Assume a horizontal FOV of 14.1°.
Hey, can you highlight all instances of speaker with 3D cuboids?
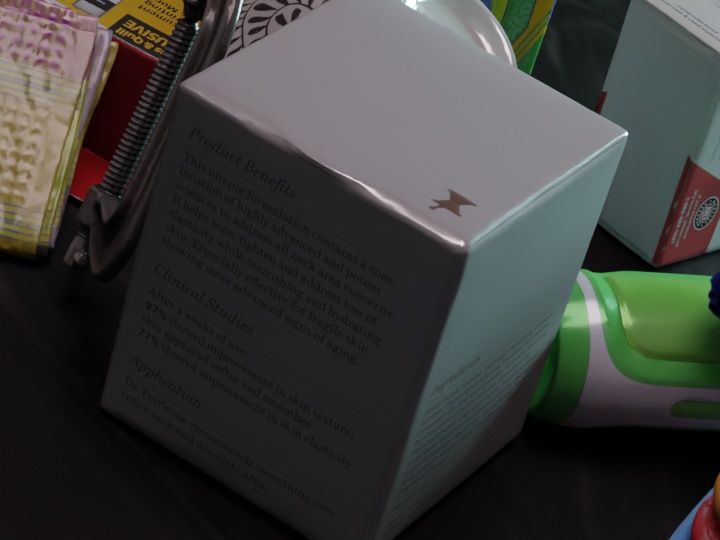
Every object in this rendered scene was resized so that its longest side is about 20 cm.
[{"bbox_3d":[0.183,0.045,1.559,0.200,0.088,0.088,3,36,-20],"label":"speaker"}]

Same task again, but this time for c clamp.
[{"bbox_3d":[-0.107,-0.077,1.471,0.027,0.200,0.171,24,19,-13],"label":"c clamp"}]

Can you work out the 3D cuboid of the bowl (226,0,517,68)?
[{"bbox_3d":[0.025,-0.104,1.622,0.201,0.094,0.201,27,43,-29],"label":"bowl"}]

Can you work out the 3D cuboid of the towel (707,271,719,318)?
[{"bbox_3d":[0.276,0.049,1.522,0.200,0.050,0.148,52,49,-1],"label":"towel"}]

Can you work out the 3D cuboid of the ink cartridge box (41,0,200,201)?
[{"bbox_3d":[-0.164,-0.135,1.662,0.200,0.084,0.176,28,35,14],"label":"ink cartridge box"}]

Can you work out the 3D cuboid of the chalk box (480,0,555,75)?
[{"bbox_3d":[0.053,-0.217,1.771,0.124,0.200,0.124,1,37,-23],"label":"chalk box"}]

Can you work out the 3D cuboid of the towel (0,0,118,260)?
[{"bbox_3d":[-0.240,-0.091,1.560,0.200,0.023,0.144,14,71,-4],"label":"towel"}]

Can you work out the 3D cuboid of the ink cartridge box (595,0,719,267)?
[{"bbox_3d":[0.236,-0.100,1.735,0.200,0.147,0.083,-15,43,-40],"label":"ink cartridge box"}]

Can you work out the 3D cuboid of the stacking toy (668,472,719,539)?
[{"bbox_3d":[0.233,0.089,1.412,0.116,0.200,0.110,28,35,15],"label":"stacking toy"}]

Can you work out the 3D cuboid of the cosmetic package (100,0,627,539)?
[{"bbox_3d":[0.000,0.000,1.436,0.167,0.200,0.166,32,36,20],"label":"cosmetic package"}]
